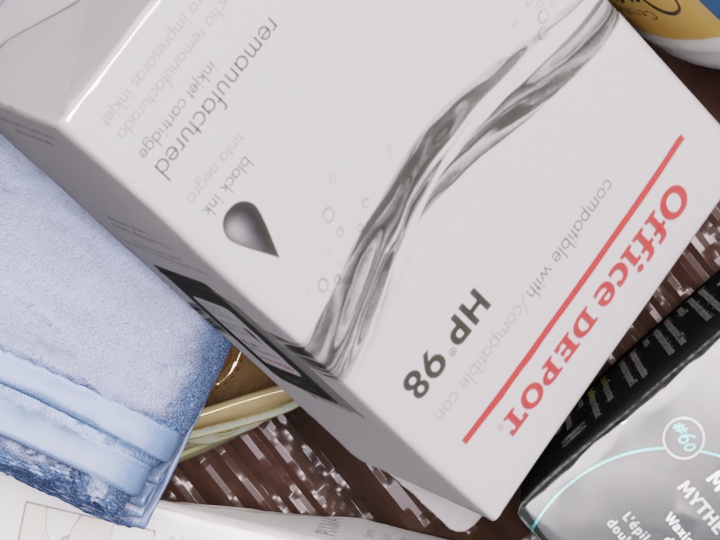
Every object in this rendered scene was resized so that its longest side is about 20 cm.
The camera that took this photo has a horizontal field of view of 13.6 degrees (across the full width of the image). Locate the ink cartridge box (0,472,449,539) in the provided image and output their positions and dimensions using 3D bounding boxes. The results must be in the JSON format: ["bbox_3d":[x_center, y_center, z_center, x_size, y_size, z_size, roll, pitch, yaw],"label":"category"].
[{"bbox_3d":[-0.043,0.145,0.844,0.199,0.050,0.162,13,95,5],"label":"ink cartridge box"}]

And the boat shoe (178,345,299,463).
[{"bbox_3d":[0.000,0.000,0.821,0.199,0.063,0.074,-32,91,5],"label":"boat shoe"}]

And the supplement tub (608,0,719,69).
[{"bbox_3d":[0.085,-0.141,0.735,0.200,0.145,0.145,39,96,-30],"label":"supplement tub"}]

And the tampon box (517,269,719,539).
[{"bbox_3d":[0.161,0.045,0.782,0.200,0.126,0.150,-40,91,4],"label":"tampon box"}]

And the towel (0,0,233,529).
[{"bbox_3d":[-0.063,-0.045,0.772,0.111,0.049,0.201,26,87,-7],"label":"towel"}]

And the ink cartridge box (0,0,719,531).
[{"bbox_3d":[0.013,-0.024,0.733,0.200,0.067,0.116,43,77,-31],"label":"ink cartridge box"}]
